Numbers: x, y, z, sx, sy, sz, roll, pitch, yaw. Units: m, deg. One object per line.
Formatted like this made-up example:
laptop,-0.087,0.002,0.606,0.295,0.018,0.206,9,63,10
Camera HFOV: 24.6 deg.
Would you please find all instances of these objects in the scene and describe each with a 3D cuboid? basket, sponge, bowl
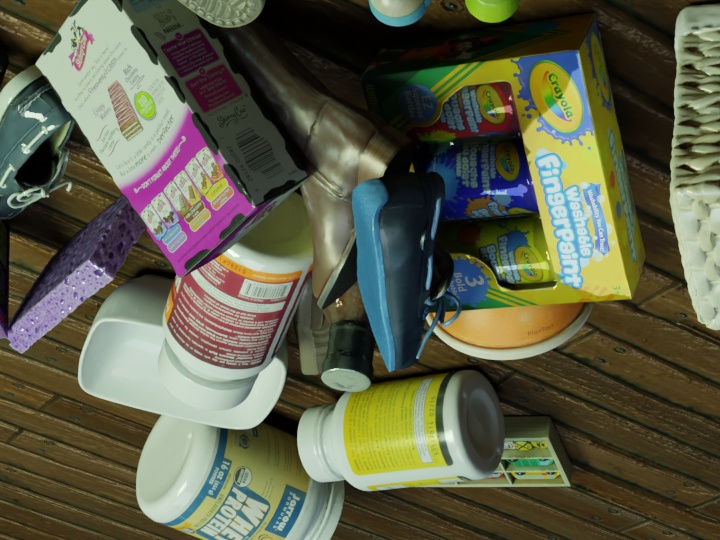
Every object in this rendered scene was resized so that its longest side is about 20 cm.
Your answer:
basket,0.323,-0.072,1.158,0.197,0.162,0.200,0,147,18
sponge,-0.250,-0.005,1.479,0.030,0.112,0.200,38,142,-15
bowl,-0.172,0.077,1.637,0.199,0.075,0.200,15,149,-9

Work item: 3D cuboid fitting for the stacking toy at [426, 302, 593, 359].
stacking toy,0.114,-0.041,1.339,0.145,0.147,0.201,2,131,13

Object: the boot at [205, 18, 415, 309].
boot,-0.062,-0.090,1.229,0.200,0.064,0.187,38,133,16

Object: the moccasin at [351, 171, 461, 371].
moccasin,0.039,0.007,1.179,0.068,0.081,0.200,-18,149,-10

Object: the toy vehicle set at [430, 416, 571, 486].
toy vehicle set,0.124,0.200,1.813,0.199,0.027,0.124,-3,148,20

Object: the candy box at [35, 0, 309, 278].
candy box,-0.140,-0.112,1.207,0.200,0.061,0.136,56,142,2

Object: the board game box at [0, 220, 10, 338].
board game box,-0.345,-0.038,1.440,0.032,0.121,0.200,-10,148,-1

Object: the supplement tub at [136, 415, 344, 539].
supplement tub,-0.132,0.236,1.828,0.199,0.145,0.144,27,146,-28

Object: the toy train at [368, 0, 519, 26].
toy train,0.092,-0.203,1.085,0.199,0.085,0.116,4,160,8

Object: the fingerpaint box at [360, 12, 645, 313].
fingerpaint box,0.108,-0.074,1.215,0.166,0.073,0.201,-4,118,22

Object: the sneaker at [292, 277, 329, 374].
sneaker,-0.027,0.032,1.547,0.075,0.071,0.200,-10,153,-5

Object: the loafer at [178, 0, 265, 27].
loafer,-0.139,-0.243,1.089,0.200,0.068,0.076,41,136,-18

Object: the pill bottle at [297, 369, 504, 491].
pill bottle,0.038,0.168,1.698,0.199,0.112,0.111,-11,145,30

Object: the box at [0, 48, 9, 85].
box,-0.399,-0.182,1.281,0.199,0.049,0.161,-5,146,26

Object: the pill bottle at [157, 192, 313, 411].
pill bottle,-0.110,0.024,1.440,0.109,0.110,0.201,16,130,-11

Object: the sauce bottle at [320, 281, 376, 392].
sauce bottle,0.000,0.000,1.330,0.066,0.201,0.066,8,152,4

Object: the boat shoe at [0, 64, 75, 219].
boat shoe,-0.275,-0.093,1.370,0.062,0.075,0.200,46,141,8
